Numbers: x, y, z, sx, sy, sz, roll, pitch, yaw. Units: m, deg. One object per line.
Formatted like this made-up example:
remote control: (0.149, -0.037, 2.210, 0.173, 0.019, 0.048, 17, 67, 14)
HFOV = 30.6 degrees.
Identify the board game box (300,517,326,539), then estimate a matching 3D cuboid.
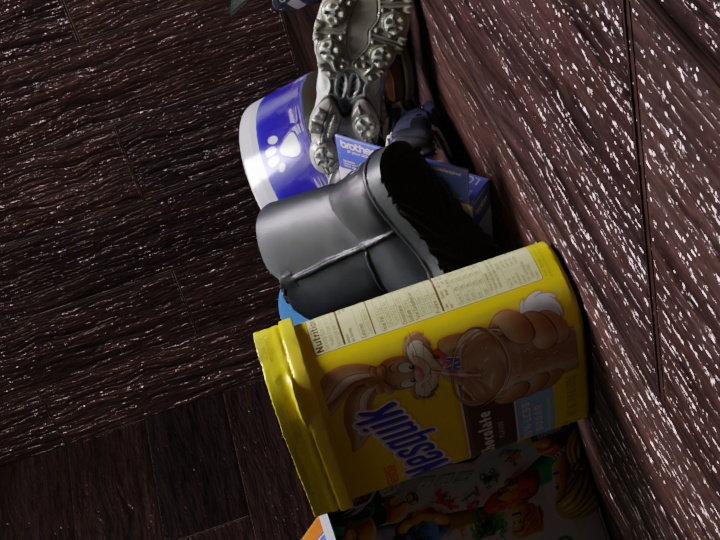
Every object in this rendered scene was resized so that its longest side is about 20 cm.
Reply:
board game box: (0.068, 0.338, 1.364, 0.200, 0.198, 0.202, -49, -49, -46)

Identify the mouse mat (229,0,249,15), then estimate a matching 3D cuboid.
mouse mat: (-0.074, -0.332, 1.182, 0.200, 0.007, 0.163, -21, 60, 63)

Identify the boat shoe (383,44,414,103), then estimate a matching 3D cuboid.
boat shoe: (0.003, -0.218, 1.194, 0.201, 0.067, 0.072, 72, 175, -57)

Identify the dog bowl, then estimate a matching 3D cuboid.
dog bowl: (-0.032, -0.097, 1.336, 0.200, 0.078, 0.201, 46, -150, -36)

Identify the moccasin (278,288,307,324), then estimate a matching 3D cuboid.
moccasin: (0.000, 0.000, 1.236, 0.200, 0.068, 0.081, -37, 59, 40)

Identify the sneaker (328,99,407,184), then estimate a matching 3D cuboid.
sneaker: (-0.010, -0.122, 1.244, 0.088, 0.076, 0.200, 42, -156, -8)

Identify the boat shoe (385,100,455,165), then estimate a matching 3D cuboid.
boat shoe: (0.068, -0.052, 1.137, 0.093, 0.074, 0.201, -86, -15, -48)

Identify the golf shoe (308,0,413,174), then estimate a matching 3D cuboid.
golf shoe: (-0.005, -0.184, 1.112, 0.098, 0.077, 0.202, -87, 11, -61)

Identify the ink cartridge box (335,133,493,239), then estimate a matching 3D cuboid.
ink cartridge box: (0.048, -0.028, 1.051, 0.118, 0.042, 0.201, 18, 143, 26)

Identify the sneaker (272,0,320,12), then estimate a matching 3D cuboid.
sneaker: (-0.045, -0.303, 1.190, 0.200, 0.107, 0.071, 78, 172, -69)

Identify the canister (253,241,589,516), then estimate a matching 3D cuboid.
canister: (0.044, 0.071, 0.862, 0.149, 0.198, 0.087, 74, 176, -49)

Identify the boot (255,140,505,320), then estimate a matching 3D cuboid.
boot: (0.023, 0.009, 1.012, 0.168, 0.076, 0.201, -25, 106, 48)

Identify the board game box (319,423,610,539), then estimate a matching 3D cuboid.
board game box: (0.074, 0.177, 0.957, 0.035, 0.198, 0.127, 176, 74, -75)
